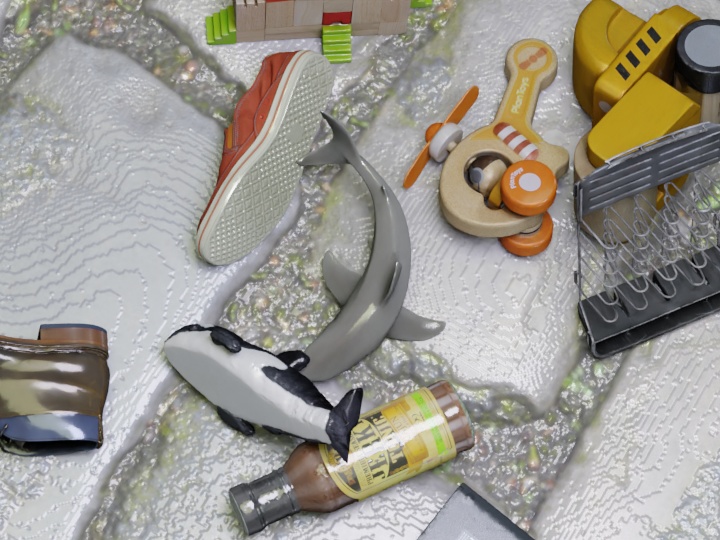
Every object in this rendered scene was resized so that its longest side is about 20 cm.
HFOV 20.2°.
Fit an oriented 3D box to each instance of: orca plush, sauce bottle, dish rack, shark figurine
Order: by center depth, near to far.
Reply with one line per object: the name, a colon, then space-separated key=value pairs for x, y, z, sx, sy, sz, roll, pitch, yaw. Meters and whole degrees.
orca plush: x=-0.064 y=0.078 z=1.605 sx=0.071 sy=0.199 sz=0.106 roll=-40 pitch=122 yaw=-32
sauce bottle: x=-0.007 y=0.153 z=1.611 sx=0.199 sy=0.065 sz=0.065 roll=-25 pitch=74 yaw=-11
dish rack: x=0.242 y=-0.029 z=1.623 sx=0.153 sy=0.201 sz=0.055 roll=-23 pitch=53 yaw=-11
shark figurine: x=0.013 y=-0.018 z=1.647 sx=0.127 sy=0.090 sz=0.216 roll=2 pitch=82 yaw=-6

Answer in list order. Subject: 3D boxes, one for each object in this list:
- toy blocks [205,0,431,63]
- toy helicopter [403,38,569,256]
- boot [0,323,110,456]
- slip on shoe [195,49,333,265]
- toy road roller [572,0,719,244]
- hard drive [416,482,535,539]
toy blocks: x=-0.033 y=-0.248 z=1.707 sx=0.198 sy=0.137 sz=0.101 roll=-4 pitch=71 yaw=-4
toy helicopter: x=0.116 y=-0.116 z=1.717 sx=0.131 sy=0.079 sz=0.201 roll=13 pitch=60 yaw=11
boot: x=-0.295 y=0.101 z=1.606 sx=0.198 sy=0.075 sz=0.098 roll=-7 pitch=69 yaw=-8
slip on shoe: x=-0.088 y=-0.096 z=1.697 sx=0.061 sy=0.074 sz=0.201 roll=13 pitch=74 yaw=38
toy road roller: x=0.221 y=-0.138 z=1.698 sx=0.146 sy=0.123 sz=0.200 roll=34 pitch=69 yaw=22
hard drive: x=0.115 y=0.283 z=1.589 sx=0.200 sy=0.033 sz=0.140 roll=38 pitch=73 yaw=10
